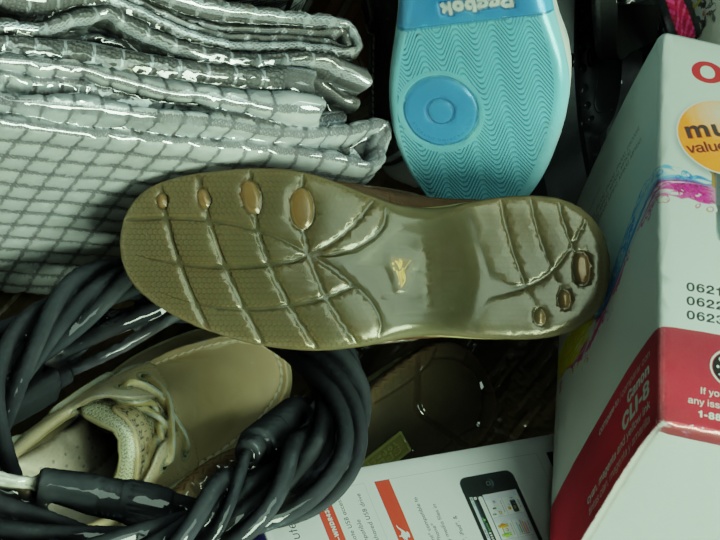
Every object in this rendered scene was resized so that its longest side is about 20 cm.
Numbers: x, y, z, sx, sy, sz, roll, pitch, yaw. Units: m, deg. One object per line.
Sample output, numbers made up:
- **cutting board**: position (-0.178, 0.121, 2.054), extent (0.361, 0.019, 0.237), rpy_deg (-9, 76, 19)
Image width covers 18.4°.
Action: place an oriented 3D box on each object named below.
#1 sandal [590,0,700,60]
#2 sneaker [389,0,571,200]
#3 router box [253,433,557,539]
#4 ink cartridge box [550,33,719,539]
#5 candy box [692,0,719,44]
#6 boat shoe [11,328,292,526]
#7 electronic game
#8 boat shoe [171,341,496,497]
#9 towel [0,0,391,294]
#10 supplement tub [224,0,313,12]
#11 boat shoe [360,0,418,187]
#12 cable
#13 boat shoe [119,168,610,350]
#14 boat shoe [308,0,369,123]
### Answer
- **sandal**: position (0.143, -0.136, 1.056), extent (0.045, 0.200, 0.076), rpy_deg (2, 93, 19)
- **sneaker**: position (0.055, -0.133, 0.955), extent (0.079, 0.131, 0.201), rpy_deg (2, 114, 9)
- **router box**: position (0.057, 0.170, 0.907), extent (0.178, 0.049, 0.201), rpy_deg (-6, 59, -28)
- **ink cartridge box**: position (0.168, 0.030, 0.923), extent (0.144, 0.145, 0.201), rpy_deg (11, 52, -7)
- **candy box**: position (0.257, -0.091, 1.193), extent (0.199, 0.071, 0.169), rpy_deg (11, 70, -23)
- **boat shoe**: position (-0.104, 0.079, 0.968), extent (0.199, 0.065, 0.072), rpy_deg (-28, 87, -30)
- **electronic game**: position (0.104, -0.103, 1.075), extent (0.041, 0.200, 0.201), rpy_deg (0, 68, 19)
- **boat shoe**: position (-0.029, 0.102, 0.991), extent (0.199, 0.076, 0.072), rpy_deg (-27, 92, -29)
- **towel**: position (-0.106, -0.058, 0.956), extent (0.199, 0.166, 0.086), rpy_deg (4, 65, -25)
- **supplement tub**: position (-0.067, -0.161, 0.977), extent (0.122, 0.200, 0.123), rpy_deg (3, 74, -12)
- **boat shoe**: position (0.025, -0.137, 1.023), extent (0.071, 0.072, 0.201), rpy_deg (26, 62, -31)
- **cable**: position (-0.076, 0.053, 0.897), extent (0.199, 0.051, 0.163), rpy_deg (-20, 39, -33)
- **boat shoe**: position (0.000, 0.000, 0.921), extent (0.199, 0.068, 0.073), rpy_deg (3, 85, -3)
- **boat shoe**: position (0.007, -0.172, 1.091), extent (0.072, 0.076, 0.201), rpy_deg (24, 63, -29)
